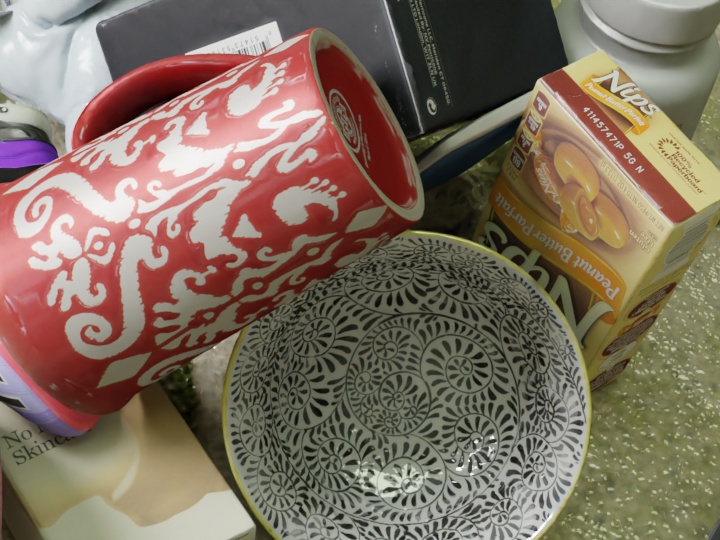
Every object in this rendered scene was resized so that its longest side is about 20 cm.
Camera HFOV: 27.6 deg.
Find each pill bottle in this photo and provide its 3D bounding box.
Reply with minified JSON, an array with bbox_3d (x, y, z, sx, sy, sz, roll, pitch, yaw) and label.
[{"bbox_3d":[0.172,-0.126,0.963,0.114,0.200,0.115,4,51,-5],"label":"pill bottle"}]

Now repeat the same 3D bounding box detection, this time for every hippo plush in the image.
[{"bbox_3d":[-0.154,-0.124,0.940,0.200,0.159,0.161,-19,67,-44],"label":"hippo plush"}]

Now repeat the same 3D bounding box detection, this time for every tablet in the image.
[{"bbox_3d":[0.057,-0.071,0.916,0.130,0.200,0.014,-28,87,-27],"label":"tablet"}]

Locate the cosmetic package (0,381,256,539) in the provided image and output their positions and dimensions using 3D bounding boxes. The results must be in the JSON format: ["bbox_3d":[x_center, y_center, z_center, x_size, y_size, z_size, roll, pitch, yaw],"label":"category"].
[{"bbox_3d":[-0.152,0.105,0.815,0.105,0.071,0.200,-26,60,-26],"label":"cosmetic package"}]

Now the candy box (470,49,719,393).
[{"bbox_3d":[0.131,-0.018,0.867,0.055,0.200,0.116,-26,65,-28],"label":"candy box"}]

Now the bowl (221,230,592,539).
[{"bbox_3d":[0.026,0.072,0.833,0.200,0.202,0.094,10,8,-1],"label":"bowl"}]

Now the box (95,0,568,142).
[{"bbox_3d":[-0.010,-0.131,0.883,0.199,0.124,0.198,-12,9,35],"label":"box"}]

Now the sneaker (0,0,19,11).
[{"bbox_3d":[-0.238,-0.193,1.036,0.088,0.075,0.201,16,52,4],"label":"sneaker"}]

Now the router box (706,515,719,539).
[{"bbox_3d":[0.248,0.210,0.804,0.157,0.052,0.200,30,54,16],"label":"router box"}]

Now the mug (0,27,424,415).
[{"bbox_3d":[-0.087,-0.047,0.746,0.199,0.133,0.178,-27,76,19],"label":"mug"}]

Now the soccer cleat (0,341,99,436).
[{"bbox_3d":[-0.220,0.019,0.773,0.200,0.076,0.067,47,22,-9],"label":"soccer cleat"}]

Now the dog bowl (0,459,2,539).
[{"bbox_3d":[-0.231,0.130,0.715,0.073,0.200,0.201,8,48,-28],"label":"dog bowl"}]

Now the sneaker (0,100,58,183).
[{"bbox_3d":[-0.257,-0.029,0.820,0.199,0.070,0.100,-17,61,-19],"label":"sneaker"}]
